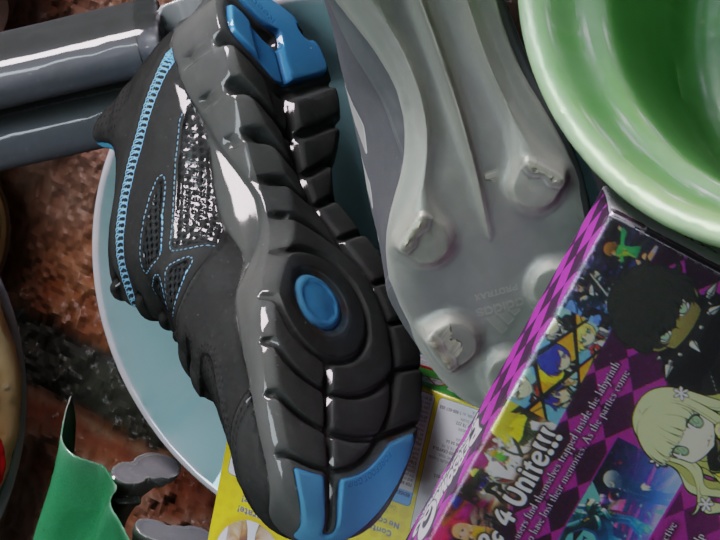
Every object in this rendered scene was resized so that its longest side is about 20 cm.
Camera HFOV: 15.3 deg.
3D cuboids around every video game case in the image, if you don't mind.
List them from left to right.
[{"bbox_3d":[0.106,0.102,0.827,0.180,0.036,0.201,26,106,-7],"label":"video game case"}]

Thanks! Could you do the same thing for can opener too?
[{"bbox_3d":[-0.082,-0.078,0.973,0.199,0.053,0.067,-16,39,1],"label":"can opener"}]

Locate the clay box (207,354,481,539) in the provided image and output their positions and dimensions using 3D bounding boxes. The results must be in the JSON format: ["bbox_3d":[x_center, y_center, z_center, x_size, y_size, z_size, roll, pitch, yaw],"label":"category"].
[{"bbox_3d":[0.000,0.129,0.907,0.114,0.048,0.201,18,103,29],"label":"clay box"}]

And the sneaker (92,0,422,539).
[{"bbox_3d":[-0.037,0.007,0.876,0.082,0.073,0.201,-34,51,31],"label":"sneaker"}]

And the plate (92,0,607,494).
[{"bbox_3d":[0.000,0.000,0.942,0.199,0.026,0.202,5,106,20],"label":"plate"}]

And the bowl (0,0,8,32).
[{"bbox_3d":[-0.201,-0.105,1.045,0.201,0.090,0.202,-33,28,21],"label":"bowl"}]

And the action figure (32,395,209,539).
[{"bbox_3d":[-0.109,0.162,1.008,0.201,0.054,0.118,-66,34,30],"label":"action figure"}]

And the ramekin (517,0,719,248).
[{"bbox_3d":[0.155,-0.090,0.800,0.199,0.098,0.201,-9,72,29],"label":"ramekin"}]

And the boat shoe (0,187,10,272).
[{"bbox_3d":[-0.231,-0.017,1.099,0.199,0.067,0.073,5,91,34],"label":"boat shoe"}]

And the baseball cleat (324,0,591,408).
[{"bbox_3d":[0.028,-0.059,0.849,0.069,0.107,0.201,-13,108,3],"label":"baseball cleat"}]

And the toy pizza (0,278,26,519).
[{"bbox_3d":[-0.207,0.053,0.977,0.032,0.199,0.202,6,92,55],"label":"toy pizza"}]
